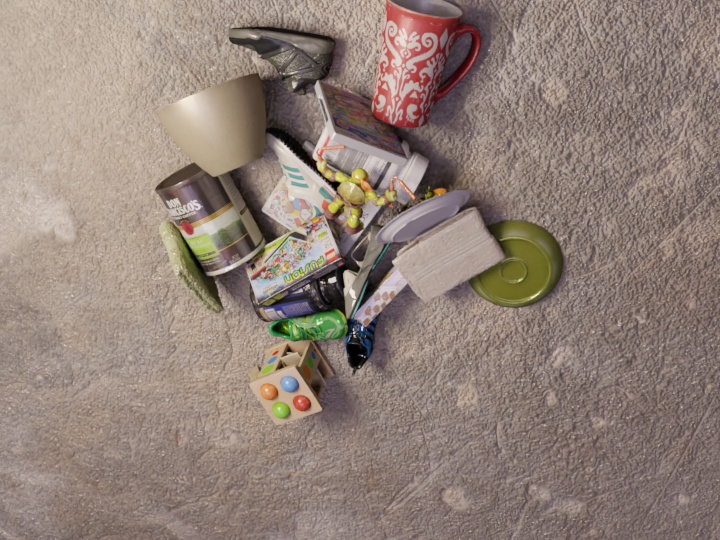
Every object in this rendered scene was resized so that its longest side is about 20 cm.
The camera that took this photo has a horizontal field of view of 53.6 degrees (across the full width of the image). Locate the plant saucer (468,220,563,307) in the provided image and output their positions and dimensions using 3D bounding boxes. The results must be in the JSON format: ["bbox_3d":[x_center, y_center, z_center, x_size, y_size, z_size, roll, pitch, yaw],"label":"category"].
[{"bbox_3d":[0.310,-0.004,1.447,0.198,0.031,0.202,5,118,9],"label":"plant saucer"}]

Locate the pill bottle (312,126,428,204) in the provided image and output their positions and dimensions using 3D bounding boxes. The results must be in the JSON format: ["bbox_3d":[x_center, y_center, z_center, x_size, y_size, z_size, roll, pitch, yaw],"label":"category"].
[{"bbox_3d":[0.021,-0.215,1.344,0.199,0.114,0.114,28,120,-5],"label":"pill bottle"}]

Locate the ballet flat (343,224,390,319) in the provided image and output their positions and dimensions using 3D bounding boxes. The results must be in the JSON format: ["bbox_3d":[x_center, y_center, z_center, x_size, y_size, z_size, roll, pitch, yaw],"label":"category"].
[{"bbox_3d":[0.000,0.000,1.455,0.063,0.067,0.201,27,85,2],"label":"ballet flat"}]

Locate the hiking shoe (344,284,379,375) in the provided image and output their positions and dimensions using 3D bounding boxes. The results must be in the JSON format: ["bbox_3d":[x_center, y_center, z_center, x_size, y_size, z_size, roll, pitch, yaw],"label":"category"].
[{"bbox_3d":[0.003,0.123,1.543,0.074,0.087,0.202,2,118,10],"label":"hiking shoe"}]

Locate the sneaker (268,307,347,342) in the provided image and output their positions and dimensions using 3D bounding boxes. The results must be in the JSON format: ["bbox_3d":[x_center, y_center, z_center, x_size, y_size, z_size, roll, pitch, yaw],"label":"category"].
[{"bbox_3d":[-0.114,0.128,1.546,0.199,0.083,0.075,-6,106,33],"label":"sneaker"}]

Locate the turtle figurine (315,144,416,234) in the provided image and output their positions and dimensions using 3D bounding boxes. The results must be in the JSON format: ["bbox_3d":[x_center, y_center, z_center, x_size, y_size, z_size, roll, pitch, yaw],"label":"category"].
[{"bbox_3d":[-0.006,-0.133,1.308,0.199,0.065,0.162,24,144,1],"label":"turtle figurine"}]

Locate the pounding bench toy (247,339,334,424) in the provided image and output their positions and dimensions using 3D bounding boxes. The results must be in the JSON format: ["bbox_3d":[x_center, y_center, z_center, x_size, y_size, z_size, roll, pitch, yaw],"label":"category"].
[{"bbox_3d":[-0.185,0.260,1.615,0.199,0.156,0.125,-22,112,22],"label":"pounding bench toy"}]

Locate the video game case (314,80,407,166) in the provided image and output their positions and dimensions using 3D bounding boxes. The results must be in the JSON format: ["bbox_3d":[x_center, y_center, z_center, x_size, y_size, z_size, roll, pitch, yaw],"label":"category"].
[{"bbox_3d":[-0.002,-0.261,1.251,0.142,0.201,0.018,16,124,-25],"label":"video game case"}]

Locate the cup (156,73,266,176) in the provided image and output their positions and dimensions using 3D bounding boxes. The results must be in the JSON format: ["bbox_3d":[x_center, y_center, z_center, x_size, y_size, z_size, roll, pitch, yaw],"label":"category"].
[{"bbox_3d":[-0.252,-0.258,1.313,0.199,0.200,0.144,-17,104,19],"label":"cup"}]

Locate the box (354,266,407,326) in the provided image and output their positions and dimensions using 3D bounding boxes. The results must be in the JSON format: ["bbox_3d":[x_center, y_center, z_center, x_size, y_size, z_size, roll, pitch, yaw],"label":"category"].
[{"bbox_3d":[0.063,0.030,1.474,0.039,0.041,0.200,41,100,-13],"label":"box"}]

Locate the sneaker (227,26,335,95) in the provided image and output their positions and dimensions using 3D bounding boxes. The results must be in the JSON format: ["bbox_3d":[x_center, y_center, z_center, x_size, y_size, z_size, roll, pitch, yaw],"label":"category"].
[{"bbox_3d":[-0.151,-0.385,1.308,0.198,0.076,0.115,11,113,-1],"label":"sneaker"}]

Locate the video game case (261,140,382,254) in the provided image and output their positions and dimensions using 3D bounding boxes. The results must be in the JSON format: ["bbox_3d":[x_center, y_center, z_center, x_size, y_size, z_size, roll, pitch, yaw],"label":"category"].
[{"bbox_3d":[-0.076,-0.136,1.457,0.199,0.023,0.182,34,119,-7],"label":"video game case"}]

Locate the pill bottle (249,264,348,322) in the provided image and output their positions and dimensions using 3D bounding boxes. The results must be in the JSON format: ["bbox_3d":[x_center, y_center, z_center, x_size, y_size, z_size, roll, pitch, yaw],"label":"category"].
[{"bbox_3d":[-0.125,0.039,1.507,0.198,0.112,0.113,-12,115,19],"label":"pill bottle"}]

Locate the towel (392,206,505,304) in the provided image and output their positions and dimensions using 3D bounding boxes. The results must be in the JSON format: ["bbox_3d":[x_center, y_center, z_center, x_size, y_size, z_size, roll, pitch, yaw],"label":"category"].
[{"bbox_3d":[0.174,-0.027,1.413,0.199,0.035,0.133,-30,117,16],"label":"towel"}]

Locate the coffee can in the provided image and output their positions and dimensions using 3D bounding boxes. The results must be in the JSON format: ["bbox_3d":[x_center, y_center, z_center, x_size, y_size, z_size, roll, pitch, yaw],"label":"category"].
[{"bbox_3d":[-0.301,-0.112,1.444,0.145,0.147,0.201,-18,113,20],"label":"coffee can"}]

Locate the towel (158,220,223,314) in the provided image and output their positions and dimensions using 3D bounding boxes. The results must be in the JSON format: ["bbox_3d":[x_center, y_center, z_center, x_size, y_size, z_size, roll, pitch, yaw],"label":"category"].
[{"bbox_3d":[-0.347,-0.002,1.473,0.036,0.149,0.200,-27,148,0],"label":"towel"}]

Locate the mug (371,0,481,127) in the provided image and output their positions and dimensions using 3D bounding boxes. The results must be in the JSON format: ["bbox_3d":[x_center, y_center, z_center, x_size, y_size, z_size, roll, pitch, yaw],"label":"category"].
[{"bbox_3d":[0.109,-0.357,1.243,0.176,0.134,0.201,16,123,4],"label":"mug"}]

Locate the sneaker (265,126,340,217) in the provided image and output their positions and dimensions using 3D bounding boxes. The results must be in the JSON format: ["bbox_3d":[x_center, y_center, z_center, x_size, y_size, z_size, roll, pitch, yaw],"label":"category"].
[{"bbox_3d":[-0.128,-0.185,1.387,0.200,0.070,0.093,42,111,-16],"label":"sneaker"}]

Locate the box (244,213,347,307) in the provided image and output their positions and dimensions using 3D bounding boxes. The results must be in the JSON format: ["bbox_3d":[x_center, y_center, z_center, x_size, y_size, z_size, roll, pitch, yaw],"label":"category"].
[{"bbox_3d":[-0.134,-0.020,1.445,0.199,0.035,0.111,-29,67,13],"label":"box"}]

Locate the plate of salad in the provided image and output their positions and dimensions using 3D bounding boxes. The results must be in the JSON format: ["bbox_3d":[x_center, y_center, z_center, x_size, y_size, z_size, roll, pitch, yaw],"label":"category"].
[{"bbox_3d":[0.114,-0.108,1.355,0.199,0.200,0.048,-31,77,24],"label":"plate of salad"}]
